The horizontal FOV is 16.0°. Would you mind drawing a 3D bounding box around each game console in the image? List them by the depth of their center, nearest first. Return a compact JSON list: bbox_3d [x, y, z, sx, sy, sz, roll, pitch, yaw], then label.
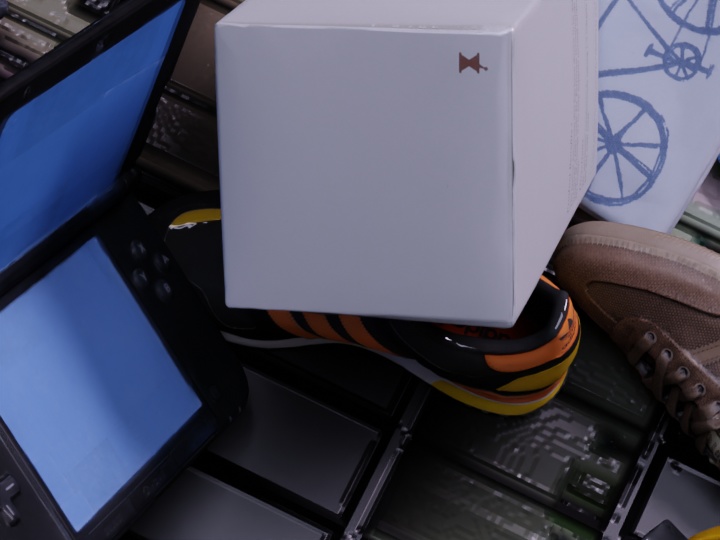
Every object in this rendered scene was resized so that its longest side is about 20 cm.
[{"bbox_3d":[-0.095,0.003,0.986,0.176,0.116,0.200,58,32,-8],"label":"game console"}]

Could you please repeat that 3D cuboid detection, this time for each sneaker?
[{"bbox_3d":[0.000,0.000,1.098,0.200,0.090,0.070,17,69,1],"label":"sneaker"},{"bbox_3d":[0.164,0.050,1.105,0.200,0.070,0.076,28,70,6],"label":"sneaker"}]

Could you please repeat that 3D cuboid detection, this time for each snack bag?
[{"bbox_3d":[0.088,-0.129,1.116,0.200,0.021,0.189,29,113,3],"label":"snack bag"}]

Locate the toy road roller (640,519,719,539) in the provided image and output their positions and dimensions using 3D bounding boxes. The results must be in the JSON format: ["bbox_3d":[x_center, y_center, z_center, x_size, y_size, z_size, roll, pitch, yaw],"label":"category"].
[{"bbox_3d":[0.122,0.192,1.038,0.123,0.146,0.200,44,109,11],"label":"toy road roller"}]

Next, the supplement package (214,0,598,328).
[{"bbox_3d":[0.025,-0.066,1.034,0.117,0.200,0.117,4,109,13],"label":"supplement package"}]

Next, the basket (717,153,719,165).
[{"bbox_3d":[0.221,-0.147,1.161,0.200,0.139,0.176,-30,75,14],"label":"basket"}]

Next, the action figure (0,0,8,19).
[{"bbox_3d":[-0.203,-0.222,1.162,0.200,0.105,0.193,40,61,8],"label":"action figure"}]
